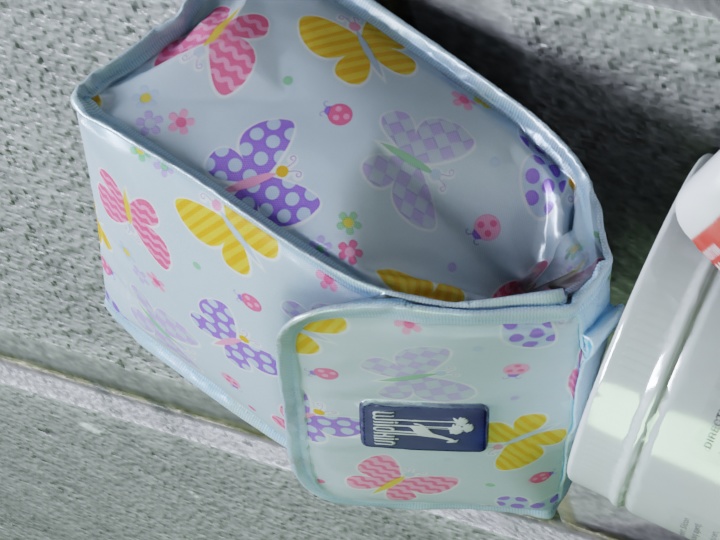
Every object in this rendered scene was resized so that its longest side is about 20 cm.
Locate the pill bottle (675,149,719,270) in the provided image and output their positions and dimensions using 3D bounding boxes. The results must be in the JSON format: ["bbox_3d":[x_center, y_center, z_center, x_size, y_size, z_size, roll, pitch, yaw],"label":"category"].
[{"bbox_3d":[0.201,0.013,0.830,0.200,0.116,0.116,46,153,3],"label":"pill bottle"}]

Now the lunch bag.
[{"bbox_3d":[0.000,0.000,1.016,0.200,0.127,0.170,34,156,15],"label":"lunch bag"}]

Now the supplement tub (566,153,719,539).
[{"bbox_3d":[0.187,0.054,0.954,0.200,0.132,0.132,24,153,9],"label":"supplement tub"}]
